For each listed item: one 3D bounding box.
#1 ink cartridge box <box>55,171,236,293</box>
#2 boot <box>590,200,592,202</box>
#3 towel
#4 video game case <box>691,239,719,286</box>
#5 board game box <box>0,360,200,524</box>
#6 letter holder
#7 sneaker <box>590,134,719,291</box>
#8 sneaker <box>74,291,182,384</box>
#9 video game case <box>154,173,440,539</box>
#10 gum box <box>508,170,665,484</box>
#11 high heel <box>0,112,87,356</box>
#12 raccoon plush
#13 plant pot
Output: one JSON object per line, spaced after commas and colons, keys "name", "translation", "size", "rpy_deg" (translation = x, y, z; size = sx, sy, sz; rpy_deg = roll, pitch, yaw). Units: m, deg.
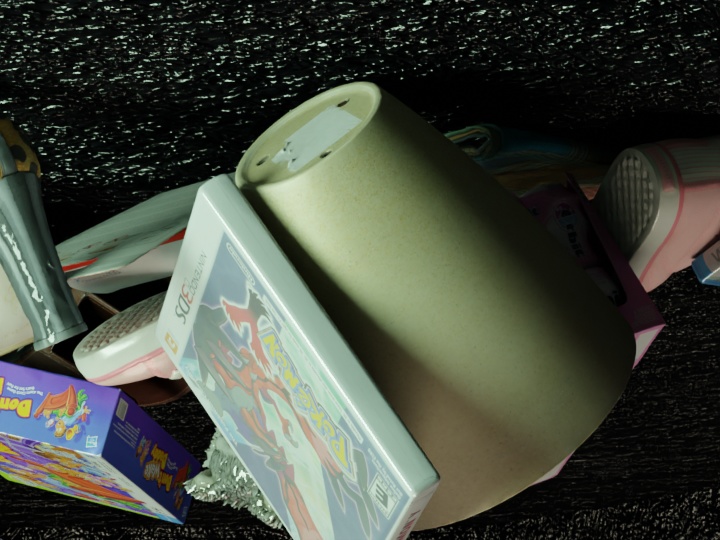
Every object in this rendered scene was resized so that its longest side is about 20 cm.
{"name": "ink cartridge box", "translation": [-0.118, -0.009, 1.555], "size": [0.159, 0.048, 0.200], "rpy_deg": [-13, -166, 42]}
{"name": "boot", "translation": [0.122, 0.001, 1.863], "size": [0.163, 0.066, 0.200], "rpy_deg": [-8, 172, -10]}
{"name": "towel", "translation": [0.090, -0.058, 1.654], "size": [0.146, 0.022, 0.199], "rpy_deg": [-12, 167, 40]}
{"name": "video game case", "translation": [0.312, -0.048, 1.601], "size": [0.143, 0.018, 0.200], "rpy_deg": [6, 142, -48]}
{"name": "board game box", "translation": [-0.195, 0.108, 1.725], "size": [0.133, 0.045, 0.200], "rpy_deg": [12, 166, 15]}
{"name": "letter holder", "translation": [-0.156, 0.062, 1.806], "size": [0.142, 0.101, 0.200], "rpy_deg": [33, 162, -10]}
{"name": "sneaker", "translation": [0.182, -0.019, 1.648], "size": [0.104, 0.076, 0.200], "rpy_deg": [-14, 157, -28]}
{"name": "sneaker", "translation": [-0.068, 0.050, 1.617], "size": [0.199, 0.105, 0.075], "rpy_deg": [-24, -166, -14]}
{"name": "video game case", "translation": [-0.040, 0.070, 1.426], "size": [0.023, 0.201, 0.182], "rpy_deg": [-29, 163, -24]}
{"name": "gum box", "translation": [0.103, 0.042, 1.637], "size": [0.066, 0.114, 0.200], "rpy_deg": [-17, 154, -29]}
{"name": "high heel", "translation": [-0.220, -0.020, 1.447], "size": [0.071, 0.144, 0.200], "rpy_deg": [-24, -175, -33]}
{"name": "raccoon plush", "translation": [-0.035, 0.145, 1.733], "size": [0.096, 0.134, 0.201], "rpy_deg": [1, 136, 32]}
{"name": "plant pot", "translation": [0.023, 0.004, 1.446], "size": [0.186, 0.201, 0.188], "rpy_deg": [-27, -156, 13]}
